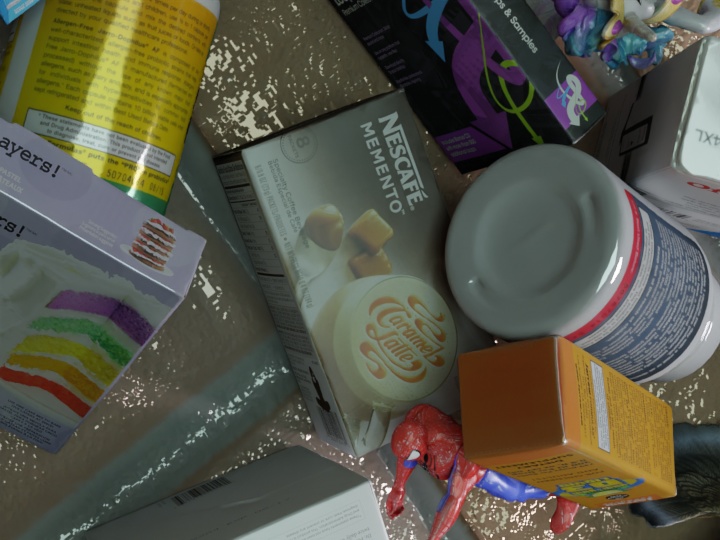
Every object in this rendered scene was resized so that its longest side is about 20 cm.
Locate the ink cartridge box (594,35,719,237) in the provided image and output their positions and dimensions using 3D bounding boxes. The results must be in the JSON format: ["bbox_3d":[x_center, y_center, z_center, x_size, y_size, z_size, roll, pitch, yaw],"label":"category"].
[{"bbox_3d":[0.243,-0.072,0.825,0.145,0.200,0.085,15,86,-5],"label":"ink cartridge box"}]

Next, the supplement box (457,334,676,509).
[{"bbox_3d":[0.132,0.097,0.792,0.200,0.066,0.069,26,55,-55],"label":"supplement box"}]

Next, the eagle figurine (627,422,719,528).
[{"bbox_3d":[0.281,0.177,0.914,0.199,0.151,0.152,-15,52,11],"label":"eagle figurine"}]

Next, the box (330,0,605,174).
[{"bbox_3d":[0.046,-0.153,0.801,0.036,0.143,0.200,-42,102,-20],"label":"box"}]

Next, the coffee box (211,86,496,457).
[{"bbox_3d":[0.000,0.000,0.822,0.114,0.080,0.201,-22,98,-17],"label":"coffee box"}]

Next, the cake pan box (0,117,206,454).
[{"bbox_3d":[-0.210,-0.002,0.705,0.200,0.184,0.052,32,40,-16],"label":"cake pan box"}]

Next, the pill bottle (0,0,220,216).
[{"bbox_3d":[-0.146,-0.126,0.755,0.112,0.113,0.201,16,86,-18],"label":"pill bottle"}]

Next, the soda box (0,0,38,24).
[{"bbox_3d":[-0.232,-0.226,0.699,0.068,0.064,0.200,-41,69,-13],"label":"soda box"}]

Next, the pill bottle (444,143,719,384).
[{"bbox_3d":[0.152,0.008,0.820,0.200,0.119,0.120,25,82,-50],"label":"pill bottle"}]

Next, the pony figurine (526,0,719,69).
[{"bbox_3d":[0.146,-0.199,0.827,0.200,0.193,0.167,-26,139,-43],"label":"pony figurine"}]

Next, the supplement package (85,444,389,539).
[{"bbox_3d":[-0.053,0.232,0.773,0.151,0.151,0.201,-20,97,-17],"label":"supplement package"}]

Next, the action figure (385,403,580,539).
[{"bbox_3d":[0.060,0.144,0.805,0.099,0.065,0.200,-56,142,-2],"label":"action figure"}]
